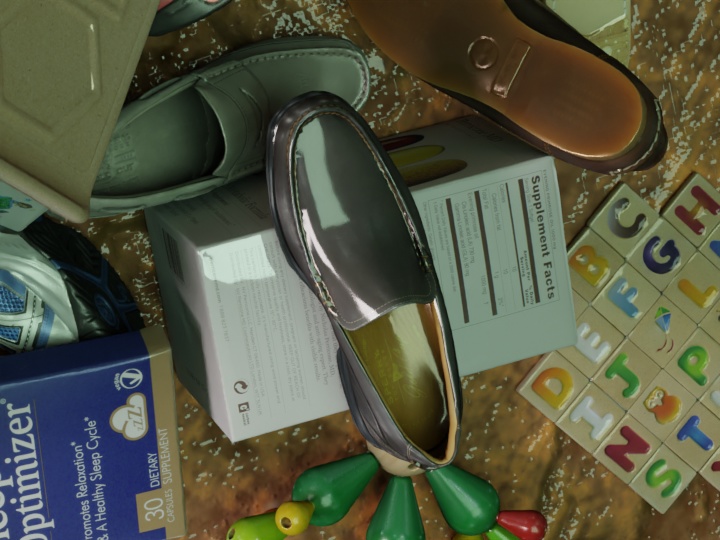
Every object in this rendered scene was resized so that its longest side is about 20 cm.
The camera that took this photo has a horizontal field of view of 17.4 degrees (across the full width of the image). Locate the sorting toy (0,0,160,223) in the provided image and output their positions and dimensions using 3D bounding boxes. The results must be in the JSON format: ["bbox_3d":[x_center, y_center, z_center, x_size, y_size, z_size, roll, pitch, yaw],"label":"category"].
[{"bbox_3d":[-0.167,-0.145,1.083,0.185,0.036,0.201,33,65,-45],"label":"sorting toy"}]

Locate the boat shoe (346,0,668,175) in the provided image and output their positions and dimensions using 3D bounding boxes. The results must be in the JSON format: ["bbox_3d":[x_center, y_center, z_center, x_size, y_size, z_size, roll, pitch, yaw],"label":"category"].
[{"bbox_3d":[0.075,-0.112,1.242,0.070,0.200,0.070,-54,158,10],"label":"boat shoe"}]

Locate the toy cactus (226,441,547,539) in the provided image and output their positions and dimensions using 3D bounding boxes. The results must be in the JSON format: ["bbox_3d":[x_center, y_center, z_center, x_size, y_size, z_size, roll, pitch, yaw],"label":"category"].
[{"bbox_3d":[0.020,0.131,1.329,0.199,0.102,0.166,6,94,-12],"label":"toy cactus"}]

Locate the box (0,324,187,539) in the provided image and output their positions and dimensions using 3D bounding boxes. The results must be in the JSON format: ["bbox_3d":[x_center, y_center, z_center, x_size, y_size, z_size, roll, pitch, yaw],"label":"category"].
[{"bbox_3d":[-0.192,0.102,1.207,0.199,0.032,0.121,-10,123,-12],"label":"box"}]

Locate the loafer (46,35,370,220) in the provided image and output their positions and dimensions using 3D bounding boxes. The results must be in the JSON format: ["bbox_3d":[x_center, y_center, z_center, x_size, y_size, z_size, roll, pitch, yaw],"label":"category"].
[{"bbox_3d":[-0.077,-0.073,1.231,0.200,0.070,0.070,-24,108,-21],"label":"loafer"}]

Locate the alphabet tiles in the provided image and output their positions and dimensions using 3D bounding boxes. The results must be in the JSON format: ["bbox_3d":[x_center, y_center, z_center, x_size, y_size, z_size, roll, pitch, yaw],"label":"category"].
[{"bbox_3d":[0.189,0.045,1.401,0.200,0.006,0.167,40,90,-24],"label":"alphabet tiles"}]

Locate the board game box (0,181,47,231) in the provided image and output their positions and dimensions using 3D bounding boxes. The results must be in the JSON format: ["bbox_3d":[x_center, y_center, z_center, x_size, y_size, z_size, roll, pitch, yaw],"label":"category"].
[{"bbox_3d":[-0.231,-0.122,1.135,0.200,0.064,0.148,19,64,-25],"label":"board game box"}]

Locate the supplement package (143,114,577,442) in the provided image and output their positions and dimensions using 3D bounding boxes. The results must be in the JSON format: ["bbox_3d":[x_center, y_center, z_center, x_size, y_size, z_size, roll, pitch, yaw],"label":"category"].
[{"bbox_3d":[0.000,0.000,1.263,0.199,0.114,0.110,-15,110,-16],"label":"supplement package"}]

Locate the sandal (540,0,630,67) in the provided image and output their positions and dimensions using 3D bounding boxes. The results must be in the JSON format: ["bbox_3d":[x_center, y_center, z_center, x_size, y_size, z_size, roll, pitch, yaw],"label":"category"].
[{"bbox_3d":[0.123,-0.165,1.250,0.077,0.070,0.212,-20,128,-12],"label":"sandal"}]

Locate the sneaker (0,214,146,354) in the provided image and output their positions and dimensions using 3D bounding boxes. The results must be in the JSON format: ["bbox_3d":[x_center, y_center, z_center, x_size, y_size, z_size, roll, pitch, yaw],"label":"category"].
[{"bbox_3d":[-0.181,0.011,1.234,0.077,0.076,0.200,-36,113,14],"label":"sneaker"}]

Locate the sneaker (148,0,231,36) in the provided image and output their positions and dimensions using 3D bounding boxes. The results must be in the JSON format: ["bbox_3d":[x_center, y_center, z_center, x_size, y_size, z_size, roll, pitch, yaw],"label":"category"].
[{"bbox_3d":[-0.064,-0.210,1.213,0.087,0.074,0.200,41,83,-15],"label":"sneaker"}]

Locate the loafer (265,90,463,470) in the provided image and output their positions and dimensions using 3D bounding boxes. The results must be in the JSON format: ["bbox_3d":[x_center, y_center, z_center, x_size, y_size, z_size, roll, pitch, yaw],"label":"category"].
[{"bbox_3d":[0.011,0.006,1.165,0.073,0.072,0.200,-26,111,-10],"label":"loafer"}]
